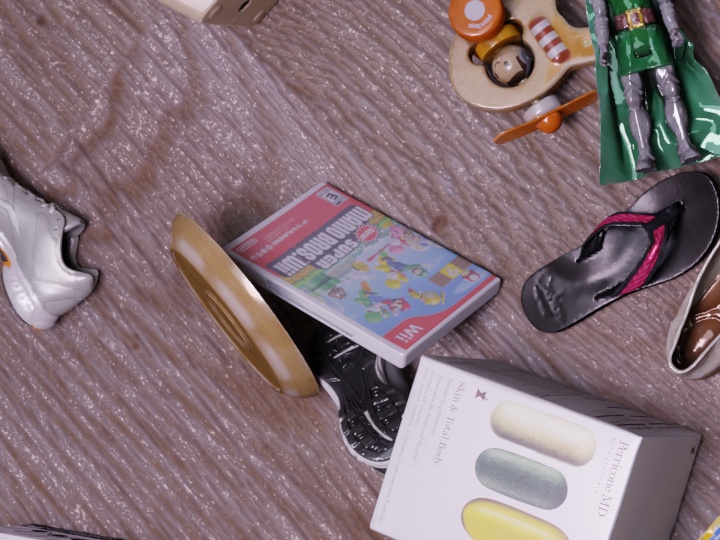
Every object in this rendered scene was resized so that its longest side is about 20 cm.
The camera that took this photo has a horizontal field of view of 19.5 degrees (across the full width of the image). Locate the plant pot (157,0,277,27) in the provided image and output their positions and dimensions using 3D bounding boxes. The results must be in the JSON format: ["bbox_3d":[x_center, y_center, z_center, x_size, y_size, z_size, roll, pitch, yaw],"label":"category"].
[{"bbox_3d":[-0.135,-0.326,1.867,0.177,0.200,0.200,46,107,9],"label":"plant pot"}]

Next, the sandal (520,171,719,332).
[{"bbox_3d":[0.215,-0.011,1.736,0.200,0.045,0.075,-35,72,21],"label":"sandal"}]

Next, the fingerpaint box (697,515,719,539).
[{"bbox_3d":[0.318,0.275,1.611,0.167,0.073,0.200,39,80,23],"label":"fingerpaint box"}]

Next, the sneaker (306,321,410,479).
[{"bbox_3d":[0.008,0.107,1.801,0.074,0.079,0.200,-24,45,7],"label":"sneaker"}]

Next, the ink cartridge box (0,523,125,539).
[{"bbox_3d":[-0.251,0.270,1.929,0.200,0.094,0.044,6,89,28],"label":"ink cartridge box"}]

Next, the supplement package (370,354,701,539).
[{"bbox_3d":[0.144,0.171,1.701,0.200,0.151,0.152,19,95,27],"label":"supplement package"}]

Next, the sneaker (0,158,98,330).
[{"bbox_3d":[-0.313,-0.048,2.003,0.092,0.076,0.200,-30,81,14],"label":"sneaker"}]

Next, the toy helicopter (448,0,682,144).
[{"bbox_3d":[0.172,-0.176,1.757,0.199,0.079,0.133,-7,77,14],"label":"toy helicopter"}]

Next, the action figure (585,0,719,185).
[{"bbox_3d":[0.229,-0.180,1.705,0.118,0.055,0.200,-14,81,6],"label":"action figure"}]

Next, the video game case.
[{"bbox_3d":[0.000,0.000,1.801,0.200,0.143,0.017,30,133,25],"label":"video game case"}]

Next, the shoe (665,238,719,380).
[{"bbox_3d":[0.311,0.007,1.681,0.070,0.053,0.200,38,104,24],"label":"shoe"}]

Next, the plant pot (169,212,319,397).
[{"bbox_3d":[-0.108,0.037,1.818,0.027,0.200,0.200,-37,68,-10],"label":"plant pot"}]
